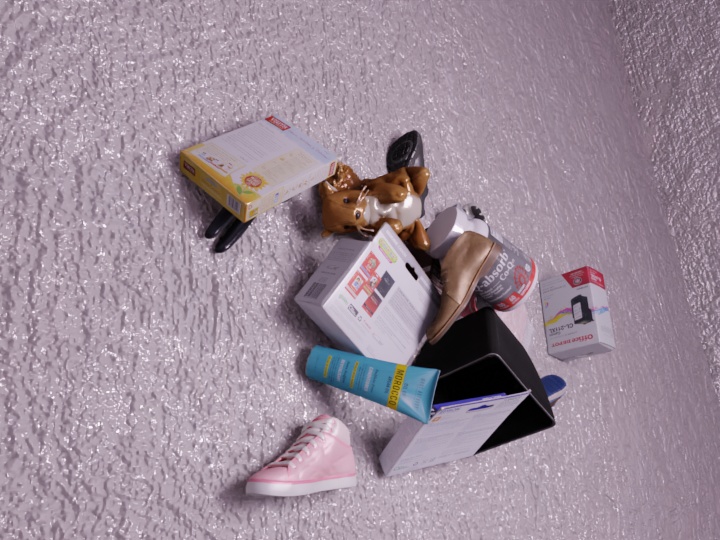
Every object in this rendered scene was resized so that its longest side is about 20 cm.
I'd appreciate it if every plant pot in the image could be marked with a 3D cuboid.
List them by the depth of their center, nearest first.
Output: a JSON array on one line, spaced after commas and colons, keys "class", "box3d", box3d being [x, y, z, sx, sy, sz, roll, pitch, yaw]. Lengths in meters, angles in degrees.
[{"class": "plant pot", "box3d": [0.220, 0.191, 1.097, 0.200, 0.198, 0.178, 47, 32, -21]}]

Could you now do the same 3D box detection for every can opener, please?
[{"class": "can opener", "box3d": [-0.168, -0.105, 0.904, 0.200, 0.078, 0.064, -49, 117, -36]}]

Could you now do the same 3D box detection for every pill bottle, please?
[{"class": "pill bottle", "box3d": [0.215, -0.021, 1.074, 0.199, 0.116, 0.117, 33, 51, -20]}]

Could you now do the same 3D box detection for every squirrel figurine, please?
[{"class": "squirrel figurine", "box3d": [0.000, -0.110, 1.020, 0.185, 0.199, 0.144, -13, 116, -33]}]

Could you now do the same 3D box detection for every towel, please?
[{"class": "towel", "box3d": [0.342, 0.138, 1.327, 0.192, 0.032, 0.201, 62, 38, -28]}]

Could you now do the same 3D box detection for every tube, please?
[{"class": "tube", "box3d": [0.016, 0.162, 0.886, 0.050, 0.197, 0.079, 18, 85, -71]}]

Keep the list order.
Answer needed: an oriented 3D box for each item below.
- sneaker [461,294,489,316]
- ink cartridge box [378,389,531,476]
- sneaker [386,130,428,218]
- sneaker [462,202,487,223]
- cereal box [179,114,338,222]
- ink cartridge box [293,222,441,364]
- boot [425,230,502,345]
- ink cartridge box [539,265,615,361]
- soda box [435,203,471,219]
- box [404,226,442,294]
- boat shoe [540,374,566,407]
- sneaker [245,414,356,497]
[{"class": "sneaker", "box3d": [0.246, 0.009, 1.258, 0.073, 0.086, 0.202, 33, 59, -23]}, {"class": "ink cartridge box", "box3d": [0.150, 0.249, 0.957, 0.197, 0.201, 0.041, -1, 46, -33]}, {"class": "sneaker", "box3d": [0.105, -0.197, 1.237, 0.090, 0.075, 0.203, 31, 59, -46]}, {"class": "sneaker", "box3d": [0.286, -0.058, 1.358, 0.083, 0.080, 0.203, -10, 85, -66]}, {"class": "cereal box", "box3d": [-0.149, -0.161, 0.894, 0.143, 0.040, 0.199, 38, 46, 20]}, {"class": "ink cartridge box", "box3d": [0.022, 0.050, 0.956, 0.176, 0.083, 0.201, -52, 123, -21]}, {"class": "boot", "box3d": [0.152, 0.027, 0.977, 0.075, 0.074, 0.202, 31, 82, 2]}, {"class": "ink cartridge box", "box3d": [0.547, 0.112, 1.503, 0.082, 0.145, 0.203, 21, 58, -37]}, {"class": "soda box", "box3d": [0.188, -0.039, 1.249, 0.068, 0.063, 0.202, 38, 49, -27]}, {"class": "box", "box3d": [0.122, 0.016, 1.127, 0.075, 0.099, 0.202, 40, 48, -27]}, {"class": "boat shoe", "box3d": [0.365, 0.293, 1.275, 0.197, 0.072, 0.073, -13, 123, -26]}, {"class": "sneaker", "box3d": [-0.080, 0.256, 0.824, 0.199, 0.075, 0.106, 16, 66, -50]}]
